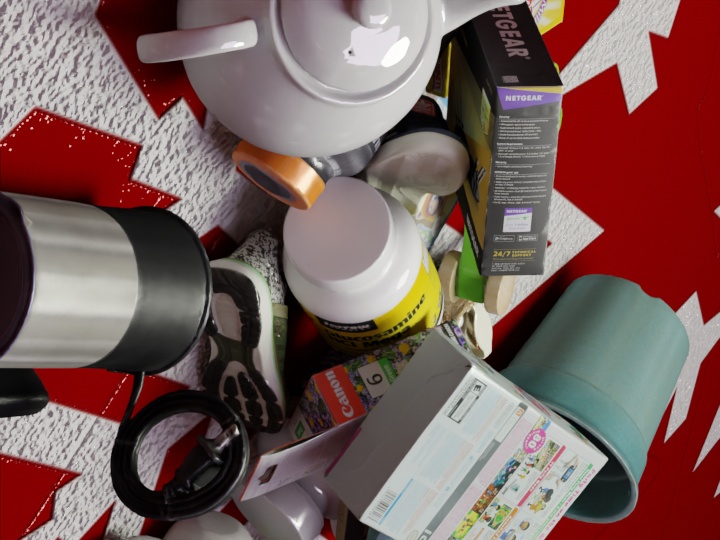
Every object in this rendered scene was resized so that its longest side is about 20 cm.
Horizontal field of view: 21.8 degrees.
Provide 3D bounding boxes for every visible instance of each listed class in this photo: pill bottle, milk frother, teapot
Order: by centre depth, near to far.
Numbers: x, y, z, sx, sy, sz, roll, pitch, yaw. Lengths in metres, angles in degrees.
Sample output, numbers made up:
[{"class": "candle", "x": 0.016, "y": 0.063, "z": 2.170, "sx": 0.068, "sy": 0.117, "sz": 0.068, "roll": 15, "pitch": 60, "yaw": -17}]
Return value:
[{"class": "milk frother", "x": -0.177, "y": 0.056, "z": 1.199, "sx": 0.188, "sy": 0.199, "sz": 0.182, "roll": 5, "pitch": 114, "yaw": -59}, {"class": "teapot", "x": -0.025, "y": -0.168, "z": 1.248, "sx": 0.197, "sy": 0.146, "sz": 0.201, "roll": 36, "pitch": 79, "yaw": -21}, {"class": "pill bottle", "x": -0.013, "y": -0.144, "z": 1.392, "sx": 0.201, "sy": 0.106, "sz": 0.106, "roll": -56, "pitch": 150, "yaw": -11}, {"class": "pill bottle", "x": 0.000, "y": 0.000, "z": 1.493, "sx": 0.113, "sy": 0.112, "sz": 0.200, "roll": -57, "pitch": 161, "yaw": -10}, {"class": "pill bottle", "x": -0.019, "y": 0.142, "z": 1.612, "sx": 0.200, "sy": 0.110, "sz": 0.111, "roll": -48, "pitch": 148, "yaw": -26}]

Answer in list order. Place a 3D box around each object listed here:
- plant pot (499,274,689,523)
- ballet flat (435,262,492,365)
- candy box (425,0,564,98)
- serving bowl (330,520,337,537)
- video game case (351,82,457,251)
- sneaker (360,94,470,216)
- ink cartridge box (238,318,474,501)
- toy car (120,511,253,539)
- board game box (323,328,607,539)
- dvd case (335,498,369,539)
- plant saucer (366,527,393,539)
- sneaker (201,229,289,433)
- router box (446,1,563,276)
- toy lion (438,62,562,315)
[{"class": "plant pot", "x": 0.238, "y": 0.123, "z": 1.946, "sx": 0.197, "sy": 0.199, "sz": 0.201, "roll": -54, "pitch": 151, "yaw": -30}, {"class": "ballet flat", "x": 0.094, "y": 0.081, "z": 1.791, "sx": 0.070, "sy": 0.065, "sz": 0.201, "roll": -42, "pitch": 145, "yaw": -32}, {"class": "candy box", "x": 0.120, "y": -0.230, "z": 1.604, "sx": 0.200, "sy": 0.026, "sz": 0.103, "roll": -37, "pitch": 141, "yaw": -45}, {"class": "serving bowl", "x": 0.042, "y": 0.176, "z": 1.736, "sx": 0.200, "sy": 0.066, "sz": 0.200, "roll": -40, "pitch": 176, "yaw": -3}, {"class": "video game case", "x": 0.038, "y": -0.085, "z": 1.613, "sx": 0.144, "sy": 0.018, "sz": 0.200, "roll": -59, "pitch": 151, "yaw": -6}, {"class": "sneaker", "x": 0.043, "y": -0.103, "z": 1.459, "sx": 0.200, "sy": 0.074, "sz": 0.085, "roll": 155, "pitch": -47, "yaw": -75}, {"class": "ink cartridge box", "x": -0.011, "y": 0.112, "z": 1.501, "sx": 0.199, "sy": 0.051, "sz": 0.109, "roll": -21, "pitch": 161, "yaw": -22}, {"class": "toy car", "x": -0.137, "y": 0.305, "z": 1.514, "sx": 0.199, "sy": 0.149, "sz": 0.176, "roll": -13, "pitch": 124, "yaw": -54}, {"class": "board game box", "x": 0.086, "y": 0.157, "z": 1.485, "sx": 0.148, "sy": 0.064, "sz": 0.200, "roll": -52, "pitch": 132, "yaw": 3}, {"class": "dvd case", "x": 0.040, "y": 0.211, "z": 1.615, "sx": 0.148, "sy": 0.016, "sz": 0.201, "roll": -23, "pitch": 139, "yaw": -29}, {"class": "plant saucer", "x": 0.073, "y": 0.207, "z": 1.599, "sx": 0.199, "sy": 0.036, "sz": 0.201, "roll": -28, "pitch": 141, "yaw": -25}, {"class": "sneaker", "x": -0.078, "y": 0.050, "z": 1.491, "sx": 0.089, "sy": 0.076, "sz": 0.201, "roll": -54, "pitch": 155, "yaw": -38}, {"class": "router box", "x": 0.106, "y": -0.114, "z": 1.430, "sx": 0.201, "sy": 0.052, "sz": 0.158, "roll": -101, "pitch": -168, "yaw": -58}, {"class": "toy lion", "x": 0.136, "y": -0.088, "z": 1.697, "sx": 0.192, "sy": 0.068, "sz": 0.202, "roll": -47, "pitch": 145, "yaw": -51}]
